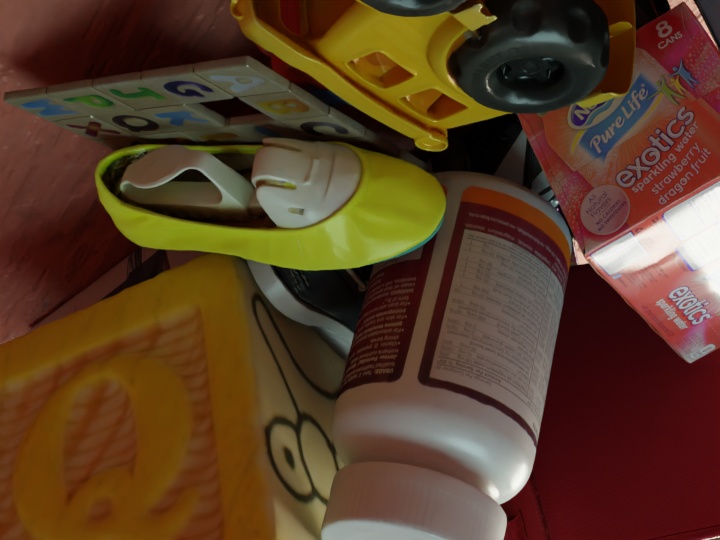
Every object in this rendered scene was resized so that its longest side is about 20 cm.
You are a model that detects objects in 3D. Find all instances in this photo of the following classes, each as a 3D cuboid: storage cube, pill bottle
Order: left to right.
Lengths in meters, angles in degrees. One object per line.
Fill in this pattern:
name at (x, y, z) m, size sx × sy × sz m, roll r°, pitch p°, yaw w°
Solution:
pill bottle at (0.046, 0.057, 0.664) m, size 0.108 × 0.202 × 0.110 m, roll 12°, pitch 151°, yaw 7°
storage cube at (0.161, 0.108, 0.815) m, size 0.197 × 0.182 × 0.171 m, roll -9°, pitch 158°, yaw -11°

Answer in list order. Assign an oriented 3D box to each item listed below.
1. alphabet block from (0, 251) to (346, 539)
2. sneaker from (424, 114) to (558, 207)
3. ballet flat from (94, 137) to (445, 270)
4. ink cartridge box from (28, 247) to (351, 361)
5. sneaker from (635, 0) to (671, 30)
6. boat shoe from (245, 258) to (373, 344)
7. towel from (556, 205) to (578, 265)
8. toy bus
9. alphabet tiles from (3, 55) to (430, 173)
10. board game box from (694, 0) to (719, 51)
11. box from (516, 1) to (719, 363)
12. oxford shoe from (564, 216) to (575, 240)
alphabet block at (-0.097, 0.140, 0.729) m, size 0.194 × 0.197 × 0.200 m, roll -24°, pitch 141°, yaw 14°
sneaker at (0.079, -0.060, 0.734) m, size 0.089 × 0.067 × 0.201 m, roll -2°, pitch 140°, yaw -16°
ballet flat at (-0.055, -0.040, 0.651) m, size 0.197 × 0.068 × 0.067 m, roll 2°, pitch 152°, yaw 26°
ink cartridge box at (-0.105, 0.050, 0.842) m, size 0.199 × 0.085 × 0.144 m, roll -33°, pitch 142°, yaw 27°
sneaker at (0.162, -0.092, 0.743) m, size 0.086 × 0.075 × 0.200 m, roll -22°, pitch 146°, yaw 15°
boat shoe at (0.000, 0.000, 0.763) m, size 0.060 × 0.075 × 0.200 m, roll -29°, pitch 157°, yaw 16°
towel at (0.076, -0.019, 0.865) m, size 0.142 × 0.023 × 0.201 m, roll -16°, pitch 146°, yaw 5°
toy bus at (0.006, -0.143, 0.582) m, size 0.190 × 0.138 × 0.199 m, roll -18°, pitch 149°, yaw 38°
alphabet tiles at (-0.065, -0.069, 0.681) m, size 0.165 × 0.008 × 0.199 m, roll -2°, pitch 165°, yaw 34°
board game box at (0.267, -0.122, 0.707) m, size 0.102 × 0.106 × 0.200 m, roll -28°, pitch 145°, yaw 20°
box at (0.174, -0.037, 0.665) m, size 0.102 × 0.096 × 0.200 m, roll -30°, pitch 149°, yaw 18°
oxford shoe at (0.210, -0.012, 0.880) m, size 0.198 × 0.072 × 0.073 m, roll 12°, pitch 143°, yaw -34°
